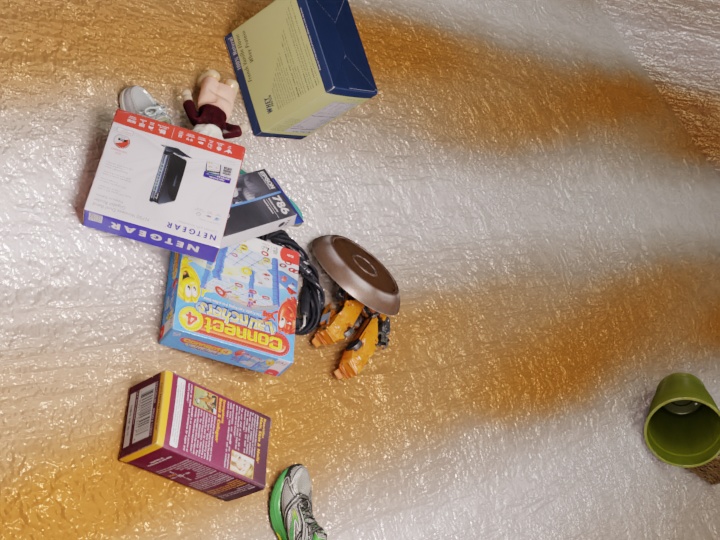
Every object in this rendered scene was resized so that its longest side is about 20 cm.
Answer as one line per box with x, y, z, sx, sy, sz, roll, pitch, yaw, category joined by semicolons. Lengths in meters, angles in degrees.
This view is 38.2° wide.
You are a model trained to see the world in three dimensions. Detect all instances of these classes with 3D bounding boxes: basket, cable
0.964;0.473;2.816;0.199;0.142;0.151;32;47;-39;basket
-0.123;0.007;1.745;0.162;0.050;0.202;1;69;-53;cable

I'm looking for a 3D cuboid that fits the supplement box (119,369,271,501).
-0.225;0.233;1.445;0.199;0.085;0.111;32;46;-38;supplement box

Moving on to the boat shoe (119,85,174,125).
-0.303;-0.205;1.613;0.074;0.065;0.203;-17;75;-55;boat shoe

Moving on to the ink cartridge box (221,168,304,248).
-0.173;-0.102;1.624;0.199;0.039;0.100;-21;69;-47;ink cartridge box

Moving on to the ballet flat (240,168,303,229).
-0.186;-0.122;1.712;0.199;0.069;0.070;33;45;-22;ballet flat

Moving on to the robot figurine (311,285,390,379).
-0.012;0.096;1.821;0.146;0.058;0.200;56;29;-13;robot figurine

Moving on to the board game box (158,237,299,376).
-0.194;0.039;1.579;0.198;0.056;0.198;18;54;-25;board game box

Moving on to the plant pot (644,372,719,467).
0.828;0.365;2.671;0.201;0.199;0.193;56;24;-13;plant pot

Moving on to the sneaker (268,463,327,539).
-0.081;0.385;1.545;0.078;0.085;0.202;20;54;-45;sneaker

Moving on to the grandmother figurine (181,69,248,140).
-0.241;-0.251;1.700;0.120;0.061;0.201;18;37;-10;grandmother figurine

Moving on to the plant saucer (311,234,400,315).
0.000;0.000;1.849;0.199;0.032;0.201;36;19;-14;plant saucer

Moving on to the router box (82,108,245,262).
-0.282;-0.124;1.515;0.198;0.049;0.181;15;60;-10;router box

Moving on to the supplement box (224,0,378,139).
-0.107;-0.366;1.856;0.134;0.199;0.202;-4;73;-53;supplement box
